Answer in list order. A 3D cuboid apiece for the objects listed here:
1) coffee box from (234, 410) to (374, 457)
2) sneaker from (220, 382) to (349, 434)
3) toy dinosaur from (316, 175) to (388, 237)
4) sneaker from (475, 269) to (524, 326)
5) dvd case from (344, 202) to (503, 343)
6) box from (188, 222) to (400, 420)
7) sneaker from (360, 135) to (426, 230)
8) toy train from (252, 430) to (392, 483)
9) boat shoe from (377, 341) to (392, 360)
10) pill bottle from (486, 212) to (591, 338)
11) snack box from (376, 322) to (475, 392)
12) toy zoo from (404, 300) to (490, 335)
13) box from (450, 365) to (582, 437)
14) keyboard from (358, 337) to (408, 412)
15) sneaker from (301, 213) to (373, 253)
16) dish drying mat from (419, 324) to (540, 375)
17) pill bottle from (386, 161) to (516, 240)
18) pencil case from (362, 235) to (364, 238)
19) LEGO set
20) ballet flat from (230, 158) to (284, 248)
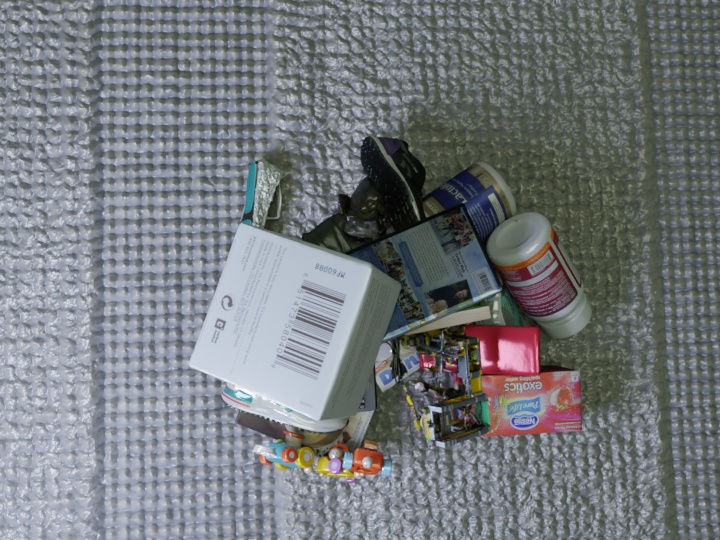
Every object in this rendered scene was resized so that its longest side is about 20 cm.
[{"bbox_3d":[-0.088,0.225,1.113,0.198,0.080,0.114,23,85,-3],"label":"coffee box"},{"bbox_3d":[-0.106,0.179,1.038,0.197,0.070,0.095,16,90,-1],"label":"sneaker"},{"bbox_3d":[0.029,-0.125,1.149,0.102,0.077,0.200,43,76,15],"label":"toy dinosaur"},{"bbox_3d":[0.233,0.070,1.166,0.091,0.077,0.203,10,70,-43],"label":"sneaker"},{"bbox_3d":[0.087,0.003,0.999,0.198,0.018,0.144,-23,76,0],"label":"dvd case"},{"bbox_3d":[-0.079,0.069,0.918,0.198,0.171,0.201,19,87,19],"label":"box"},{"bbox_3d":[0.077,-0.139,1.093,0.087,0.076,0.202,-8,58,-27],"label":"sneaker"},{"bbox_3d":[-0.053,0.264,1.012,0.197,0.151,0.056,10,63,2],"label":"toy train"},{"bbox_3d":[-0.025,0.093,1.088,0.199,0.069,0.071,32,100,-20],"label":"boat shoe"},{"bbox_3d":[0.294,0.012,1.119,0.109,0.109,0.201,-42,119,-7],"label":"pill bottle"},{"bbox_3d":[0.100,0.120,1.167,0.199,0.024,0.072,-32,91,-7],"label":"snack box"},{"bbox_3d":[0.125,0.049,1.090,0.129,0.200,0.021,-12,103,2],"label":"toy zoo"},{"bbox_3d":[0.254,0.214,1.139,0.197,0.095,0.101,-2,88,-6],"label":"box"},{"bbox_3d":[0.008,0.107,1.027,0.125,0.021,0.203,-4,93,-12],"label":"keyboard"},{"bbox_3d":[0.000,0.000,1.062,0.091,0.076,0.200,-40,108,-1],"label":"sneaker"},{"bbox_3d":[0.187,0.125,1.105,0.198,0.018,0.078,-1,94,27],"label":"dish drying mat"},{"bbox_3d":[0.147,-0.080,1.141,0.199,0.116,0.116,-34,90,-7],"label":"pill bottle"},{"bbox_3d":[-0.077,0.006,1.129,0.197,0.091,0.095,-13,122,-8],"label":"pencil case"},{"bbox_3d":[0.110,0.178,1.049,0.115,0.153,0.203,-7,101,-36],"label":"LEGO set"},{"bbox_3d":[-0.165,-0.083,1.138,0.071,0.072,0.203,12,85,-4],"label":"ballet flat"}]
